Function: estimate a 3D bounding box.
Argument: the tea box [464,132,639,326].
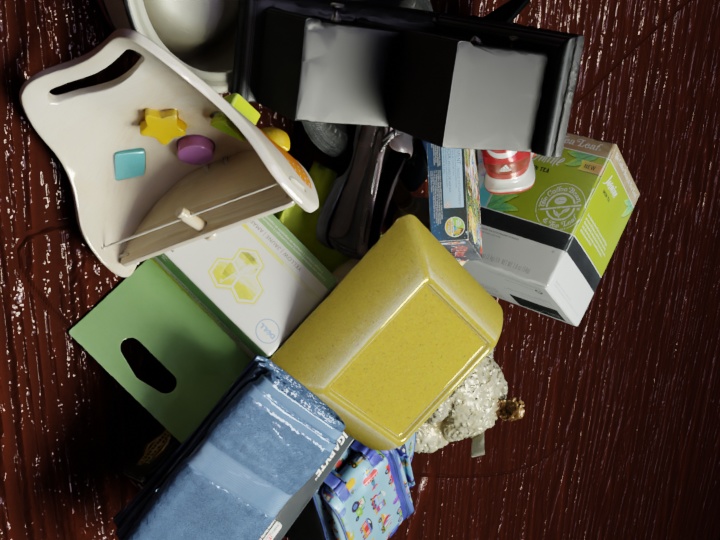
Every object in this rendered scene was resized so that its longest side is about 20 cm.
[{"bbox_3d":[0.210,-0.067,1.157,0.134,0.199,0.198,41,73,-52],"label":"tea box"}]

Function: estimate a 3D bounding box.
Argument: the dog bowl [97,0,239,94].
[{"bbox_3d":[-0.130,-0.249,0.743,0.199,0.073,0.202,-26,126,-43],"label":"dog bowl"}]

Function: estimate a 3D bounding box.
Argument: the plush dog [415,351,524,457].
[{"bbox_3d":[0.114,0.130,1.199,0.172,0.160,0.201,47,68,-26],"label":"plush dog"}]

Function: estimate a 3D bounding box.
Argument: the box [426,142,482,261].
[{"bbox_3d":[0.099,-0.087,0.952,0.200,0.037,0.138,21,66,-78],"label":"box"}]

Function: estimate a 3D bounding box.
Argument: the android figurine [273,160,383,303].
[{"bbox_3d":[-0.052,-0.003,0.934,0.181,0.041,0.201,22,97,-29],"label":"android figurine"}]

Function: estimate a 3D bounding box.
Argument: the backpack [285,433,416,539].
[{"bbox_3d":[-0.002,0.227,1.089,0.200,0.134,0.184,-40,134,-35],"label":"backpack"}]

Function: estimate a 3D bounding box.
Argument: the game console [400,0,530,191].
[{"bbox_3d":[0.123,-0.201,1.052,0.200,0.116,0.177,-49,139,-24],"label":"game console"}]

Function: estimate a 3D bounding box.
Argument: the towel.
[{"bbox_3d":[-0.111,0.179,0.788,0.112,0.049,0.200,41,88,-26],"label":"towel"}]

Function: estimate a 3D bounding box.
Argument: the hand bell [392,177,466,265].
[{"bbox_3d":[0.045,-0.085,1.044,0.104,0.104,0.200,-54,132,-19],"label":"hand bell"}]

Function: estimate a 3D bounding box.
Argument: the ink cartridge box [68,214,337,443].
[{"bbox_3d":[-0.137,0.031,0.825,0.146,0.048,0.200,45,62,-4],"label":"ink cartridge box"}]

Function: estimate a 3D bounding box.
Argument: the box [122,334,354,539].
[{"bbox_3d":[-0.104,0.168,0.879,0.200,0.046,0.159,-50,119,-27],"label":"box"}]

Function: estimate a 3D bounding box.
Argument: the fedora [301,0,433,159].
[{"bbox_3d":[-0.015,-0.205,0.887,0.200,0.091,0.202,-35,140,-36],"label":"fedora"}]

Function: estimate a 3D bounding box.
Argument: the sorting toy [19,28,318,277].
[{"bbox_3d":[-0.159,-0.103,0.712,0.180,0.199,0.108,45,37,-45],"label":"sorting toy"}]

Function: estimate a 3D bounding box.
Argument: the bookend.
[{"bbox_3d":[0.027,-0.156,0.713,0.198,0.199,0.093,-1,109,-27],"label":"bookend"}]

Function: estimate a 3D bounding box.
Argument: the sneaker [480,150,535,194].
[{"bbox_3d":[0.166,-0.181,1.047,0.201,0.078,0.116,-89,170,-57],"label":"sneaker"}]

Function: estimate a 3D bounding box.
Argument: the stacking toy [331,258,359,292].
[{"bbox_3d":[0.017,0.089,0.937,0.085,0.085,0.202,-31,129,-39],"label":"stacking toy"}]

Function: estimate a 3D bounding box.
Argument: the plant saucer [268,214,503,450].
[{"bbox_3d":[0.039,0.077,0.865,0.200,0.048,0.200,-48,134,2],"label":"plant saucer"}]

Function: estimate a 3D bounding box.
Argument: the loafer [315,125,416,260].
[{"bbox_3d":[0.026,-0.104,0.873,0.072,0.063,0.201,11,105,-58],"label":"loafer"}]
